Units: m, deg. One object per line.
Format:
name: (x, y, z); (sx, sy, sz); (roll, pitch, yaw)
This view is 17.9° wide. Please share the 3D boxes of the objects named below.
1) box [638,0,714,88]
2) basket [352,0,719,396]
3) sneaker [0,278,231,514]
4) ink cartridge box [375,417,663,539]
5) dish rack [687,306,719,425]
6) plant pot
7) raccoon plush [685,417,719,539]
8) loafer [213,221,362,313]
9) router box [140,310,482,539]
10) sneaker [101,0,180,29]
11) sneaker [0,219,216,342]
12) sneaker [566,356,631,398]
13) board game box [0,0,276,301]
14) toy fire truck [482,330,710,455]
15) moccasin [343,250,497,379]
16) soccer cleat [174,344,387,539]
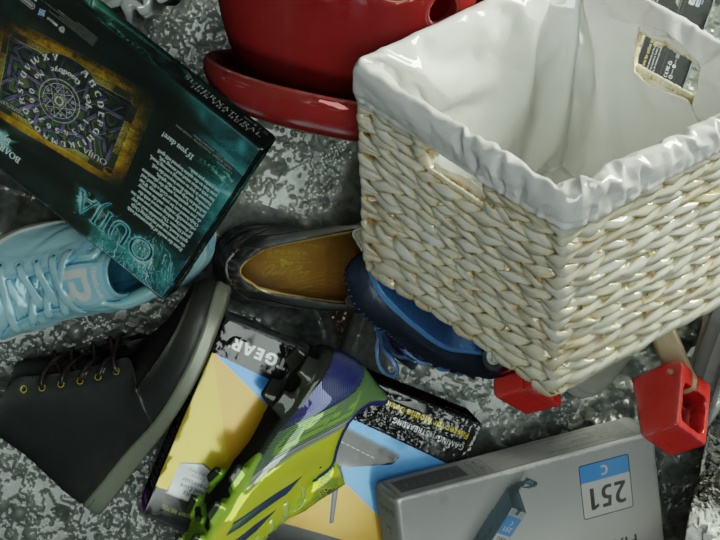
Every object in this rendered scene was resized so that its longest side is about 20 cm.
box: (0.147, -0.150, 1.582); (0.159, 0.044, 0.202); (17, 96, -10)
basket: (0.123, -0.056, 1.392); (0.199, 0.198, 0.162); (-25, 133, -32)
sneaker: (-0.172, 0.068, 1.534); (0.106, 0.075, 0.201); (32, 115, -8)
ink cartridge box: (0.118, 0.212, 1.604); (0.198, 0.045, 0.178); (-13, 107, -18)
dish rack: (0.269, 0.005, 1.543); (0.043, 0.200, 0.172); (30, 70, 14)
plant pot: (-0.001, -0.184, 1.481); (0.199, 0.200, 0.184); (8, 102, -9)
raccoon plush: (0.297, 0.177, 1.582); (0.133, 0.200, 0.098); (9, 116, 11)
loafer: (0.000, 0.000, 1.571); (0.198, 0.072, 0.073); (-5, 98, -8)
router box: (-0.035, 0.133, 1.596); (0.199, 0.051, 0.150); (22, 95, -12)
sneaker: (-0.173, -0.190, 1.524); (0.199, 0.075, 0.081); (-36, 92, -2)
sneaker: (-0.193, 0.000, 1.540); (0.199, 0.082, 0.074); (-22, 100, -4)
sneaker: (0.189, 0.017, 1.561); (0.075, 0.092, 0.201); (5, 124, -28)
board game box: (-0.168, -0.092, 1.472); (0.200, 0.028, 0.136); (39, 118, 4)
toy fire truck: (0.150, 0.031, 1.511); (0.140, 0.049, 0.202); (-18, 63, 27)
moccasin: (0.043, 0.042, 1.537); (0.068, 0.200, 0.081); (-22, 58, 27)
soccer cleat: (-0.055, 0.145, 1.536); (0.083, 0.065, 0.201); (32, 95, -20)
